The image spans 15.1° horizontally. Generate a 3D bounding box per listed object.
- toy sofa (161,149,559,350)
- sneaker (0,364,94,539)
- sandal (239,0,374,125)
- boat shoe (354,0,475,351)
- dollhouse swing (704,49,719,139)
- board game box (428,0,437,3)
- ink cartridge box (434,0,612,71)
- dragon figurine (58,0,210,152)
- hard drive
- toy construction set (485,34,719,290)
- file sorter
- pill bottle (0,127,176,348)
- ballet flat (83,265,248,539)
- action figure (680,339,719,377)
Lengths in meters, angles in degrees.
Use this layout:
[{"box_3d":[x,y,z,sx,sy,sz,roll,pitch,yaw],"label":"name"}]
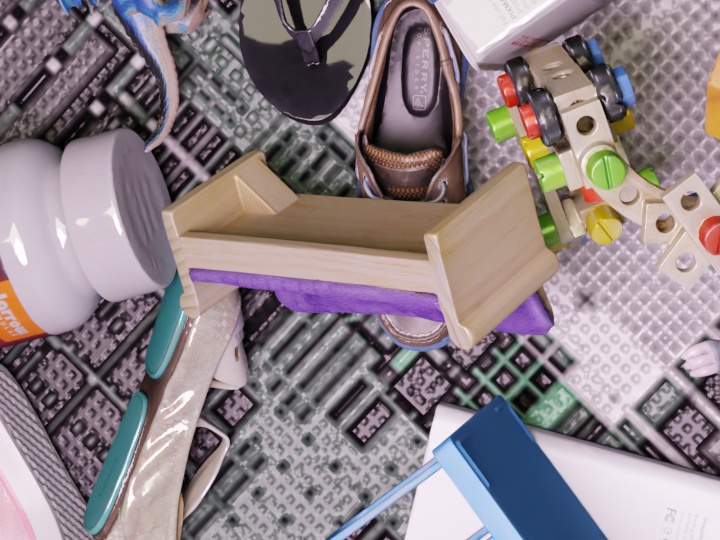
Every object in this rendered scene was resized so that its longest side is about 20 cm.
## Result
[{"box_3d":[0.000,0.000,1.412,0.199,0.083,0.098,6,121,40],"label":"toy sofa"},{"box_3d":[-0.205,0.160,1.536,0.104,0.075,0.201,-30,83,11],"label":"sneaker"},{"box_3d":[-0.025,-0.181,1.490,0.076,0.043,0.201,9,96,11],"label":"sandal"},{"box_3d":[0.025,-0.054,1.474,0.072,0.072,0.201,-2,94,11],"label":"boat shoe"},{"box_3d":[0.286,-0.120,1.366,0.181,0.176,0.201,22,97,9],"label":"dollhouse swing"},{"box_3d":[0.063,-0.249,1.339,0.200,0.034,0.135,-44,67,7],"label":"board game box"},{"box_3d":[0.128,-0.193,1.406,0.200,0.145,0.084,-34,86,11],"label":"ink cartridge box"},{"box_3d":[-0.136,-0.169,1.505,0.099,0.059,0.201,5,95,11],"label":"dragon figurine"},{"box_3d":[0.124,0.162,1.494,0.199,0.025,0.133,15,97,10],"label":"hard drive"},{"box_3d":[0.124,-0.050,1.385,0.092,0.200,0.132,-26,110,-14],"label":"toy construction set"},{"box_3d":[0.075,0.190,1.425,0.123,0.139,0.200,-38,87,15],"label":"file sorter"},{"box_3d":[-0.209,-0.010,1.501,0.199,0.110,0.110,-14,91,15],"label":"pill bottle"},{"box_3d":[-0.097,0.069,1.523,0.062,0.067,0.201,18,102,-18],"label":"ballet flat"},{"box_3d":[0.255,0.040,1.395,0.148,0.134,0.201,-20,102,22],"label":"action figure"}]
